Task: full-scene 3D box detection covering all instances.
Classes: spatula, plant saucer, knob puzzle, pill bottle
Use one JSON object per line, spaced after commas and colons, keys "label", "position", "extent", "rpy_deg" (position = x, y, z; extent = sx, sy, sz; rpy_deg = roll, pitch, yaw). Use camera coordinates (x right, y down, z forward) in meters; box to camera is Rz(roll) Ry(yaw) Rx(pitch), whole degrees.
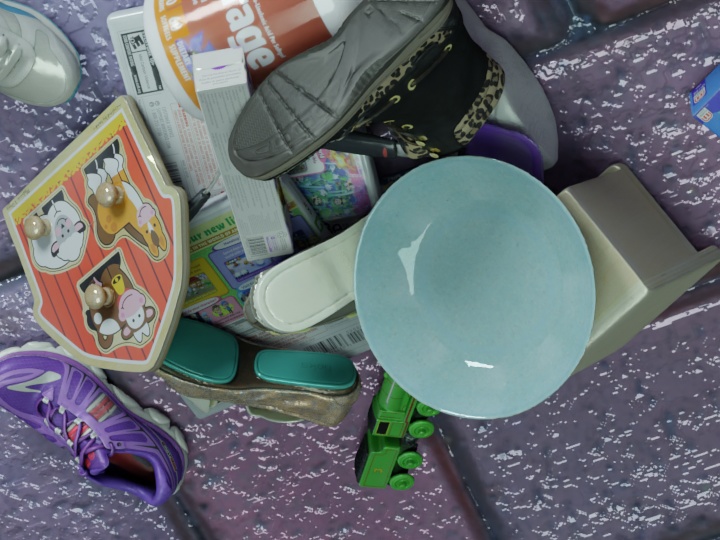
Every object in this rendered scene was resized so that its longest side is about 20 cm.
{"label": "spatula", "position": [0.044, -0.097, 1.707], "extent": [0.199, 0.021, 0.057], "rpy_deg": [6, 141, 10]}
{"label": "plant saucer", "position": [0.091, 0.011, 1.672], "extent": [0.200, 0.039, 0.202], "rpy_deg": [5, 101, 25]}
{"label": "knob puzzle", "position": [-0.208, -0.009, 1.761], "extent": [0.219, 0.030, 0.221], "rpy_deg": [2, 93, 40]}
{"label": "pill bottle", "position": [-0.053, -0.197, 1.645], "extent": [0.199, 0.112, 0.112], "rpy_deg": [-22, 116, 17]}
{"label": "spatula", "position": [-0.117, -0.077, 1.729], "extent": [0.021, 0.057, 0.200], "rpy_deg": [36, 109, -2]}

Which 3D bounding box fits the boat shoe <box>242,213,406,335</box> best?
{"label": "boat shoe", "position": [-0.001, -0.003, 1.742], "extent": [0.201, 0.060, 0.072], "rpy_deg": [-22, 90, -23]}

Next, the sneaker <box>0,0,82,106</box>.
{"label": "sneaker", "position": [-0.311, -0.185, 1.728], "extent": [0.199, 0.081, 0.077], "rpy_deg": [32, 116, -14]}

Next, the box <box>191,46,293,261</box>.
{"label": "box", "position": [-0.087, -0.085, 1.658], "extent": [0.041, 0.039, 0.200], "rpy_deg": [-11, 141, 3]}

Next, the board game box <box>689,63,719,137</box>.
{"label": "board game box", "position": [0.382, -0.123, 1.719], "extent": [0.200, 0.045, 0.152], "rpy_deg": [35, 117, -15]}

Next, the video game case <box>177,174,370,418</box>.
{"label": "video game case", "position": [-0.100, 0.022, 1.812], "extent": [0.199, 0.022, 0.182], "rpy_deg": [-23, 121, 23]}

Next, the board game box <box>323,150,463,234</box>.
{"label": "board game box", "position": [0.015, -0.006, 1.826], "extent": [0.199, 0.035, 0.136], "rpy_deg": [-17, 116, 15]}

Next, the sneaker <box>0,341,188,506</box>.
{"label": "sneaker", "position": [-0.237, 0.134, 1.904], "extent": [0.199, 0.084, 0.081], "rpy_deg": [30, 118, -11]}

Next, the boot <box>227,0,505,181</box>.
{"label": "boot", "position": [0.011, -0.119, 1.611], "extent": [0.200, 0.073, 0.151], "rpy_deg": [-45, 148, 6]}

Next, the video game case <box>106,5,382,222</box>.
{"label": "video game case", "position": [-0.091, -0.126, 1.756], "extent": [0.181, 0.024, 0.201], "rpy_deg": [-9, 110, 14]}

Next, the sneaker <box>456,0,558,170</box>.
{"label": "sneaker", "position": [0.073, -0.149, 1.725], "extent": [0.088, 0.075, 0.200], "rpy_deg": [-34, 102, 28]}

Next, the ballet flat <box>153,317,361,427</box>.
{"label": "ballet flat", "position": [-0.100, 0.092, 1.811], "extent": [0.199, 0.068, 0.067], "rpy_deg": [14, 135, -1]}

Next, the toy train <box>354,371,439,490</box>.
{"label": "toy train", "position": [0.037, 0.116, 1.868], "extent": [0.056, 0.042, 0.201], "rpy_deg": [6, 134, -11]}

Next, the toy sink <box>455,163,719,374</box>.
{"label": "toy sink", "position": [0.184, -0.001, 1.757], "extent": [0.130, 0.200, 0.112], "rpy_deg": [-43, 78, 26]}
